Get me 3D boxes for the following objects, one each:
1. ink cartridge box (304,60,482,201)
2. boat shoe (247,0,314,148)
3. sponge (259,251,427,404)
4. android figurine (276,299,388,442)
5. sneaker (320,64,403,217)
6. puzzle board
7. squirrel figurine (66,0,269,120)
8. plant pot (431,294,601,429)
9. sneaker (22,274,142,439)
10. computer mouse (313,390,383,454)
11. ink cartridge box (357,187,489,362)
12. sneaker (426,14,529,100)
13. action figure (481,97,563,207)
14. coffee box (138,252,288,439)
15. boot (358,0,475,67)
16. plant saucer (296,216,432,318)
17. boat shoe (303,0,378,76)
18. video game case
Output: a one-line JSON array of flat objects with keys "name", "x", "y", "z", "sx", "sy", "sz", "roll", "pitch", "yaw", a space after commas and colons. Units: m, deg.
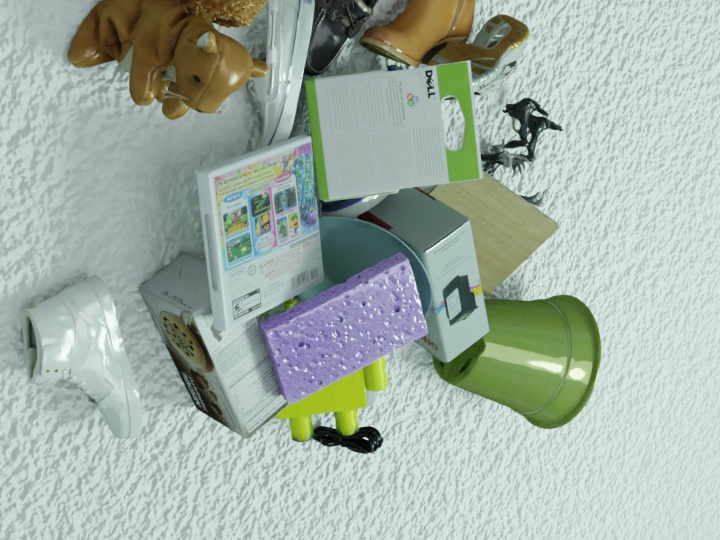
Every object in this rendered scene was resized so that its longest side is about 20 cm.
[{"name": "ink cartridge box", "x": 0.042, "y": -0.169, "z": 1.641, "sx": 0.199, "sy": 0.076, "sz": 0.149, "roll": -6, "pitch": 96, "yaw": 5}, {"name": "boat shoe", "x": -0.103, "y": -0.233, "z": 1.602, "sx": 0.065, "sy": 0.074, "sz": 0.201, "roll": 8, "pitch": 111, "yaw": -10}, {"name": "sponge", "x": -0.018, "y": 0.070, "z": 1.632, "sx": 0.199, "sy": 0.030, "sz": 0.112, "roll": -26, "pitch": 122, "yaw": -15}, {"name": "android figurine", "x": -0.057, "y": 0.124, "z": 1.743, "sx": 0.181, "sy": 0.041, "sz": 0.201, "roll": -6, "pitch": 112, "yaw": -2}, {"name": "sneaker", "x": 0.002, "y": -0.171, "z": 1.721, "sx": 0.200, "sy": 0.081, "sz": 0.147, "roll": -37, "pitch": 111, "yaw": -10}, {"name": "puzzle board", "x": 0.157, "y": -0.059, "z": 1.867, "sx": 0.200, "sy": 0.017, "sz": 0.151, "roll": 31, "pitch": 116, "yaw": -32}, {"name": "squirrel figurine", "x": -0.177, "y": -0.257, "z": 1.433, "sx": 0.141, "sy": 0.186, "sz": 0.201, "roll": 30, "pitch": 86, "yaw": -44}, {"name": "plant pot", "x": 0.210, "y": 0.116, "z": 1.954, "sx": 0.189, "sy": 0.200, "sz": 0.201, "roll": 13, "pitch": 98, "yaw": -31}, {"name": "sneaker", "x": -0.323, "y": 0.117, "z": 1.537, "sx": 0.115, "sy": 0.074, "sz": 0.201, "roll": -25, "pitch": 112, "yaw": -31}, {"name": "computer mouse", "x": -0.012, "y": 0.146, "z": 1.815, "sx": 0.044, "sy": 0.109, "sz": 0.201, "roll": -3, "pitch": 100, "yaw": -49}, {"name": "ink cartridge box", "x": 0.082, "y": 0.000, "z": 1.780, "sx": 0.083, "sy": 0.146, "sz": 0.201, "roll": -35, "pitch": 135, "yaw": -22}, {"name": "sneaker", "x": 0.149, "y": -0.252, "z": 1.752, "sx": 0.200, "sy": 0.076, "sz": 0.088, "roll": -36, "pitch": 153, "yaw": -37}, {"name": "action figure", "x": 0.207, "y": -0.138, "z": 1.890, "sx": 0.201, "sy": 0.102, "sz": 0.119, "roll": -60, "pitch": 146, "yaw": -8}, {"name": "coffee box", "x": -0.173, "y": 0.091, "z": 1.628, "sx": 0.080, "sy": 0.113, "sz": 0.201, "roll": -39, "pitch": 130, "yaw": -26}, {"name": "boot", "x": 0.084, "y": -0.336, "z": 1.707, "sx": 0.199, "sy": 0.077, "sz": 0.156, "roll": 0, "pitch": 113, "yaw": -48}, {"name": "plant saucer", "x": 0.000, "y": 0.000, "z": 1.713, "sx": 0.039, "sy": 0.200, "sz": 0.202, "roll": -64, "pitch": 143, "yaw": -44}, {"name": "boat shoe", "x": -0.016, "y": -0.324, "z": 1.638, "sx": 0.072, "sy": 0.065, "sz": 0.201, "roll": 35, "pitch": 83, "yaw": -46}, {"name": "video game case", "x": -0.111, "y": -0.047, "z": 1.563, "sx": 0.200, "sy": 0.024, "sz": 0.183, "roll": -27, "pitch": 117, "yaw": -53}]
